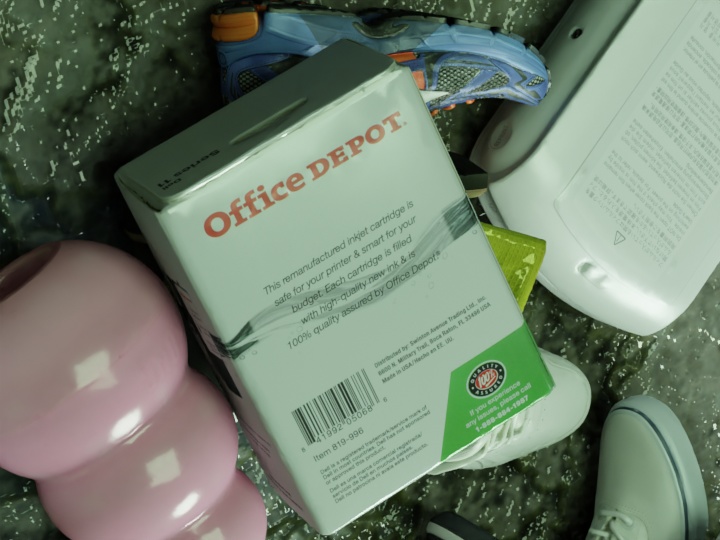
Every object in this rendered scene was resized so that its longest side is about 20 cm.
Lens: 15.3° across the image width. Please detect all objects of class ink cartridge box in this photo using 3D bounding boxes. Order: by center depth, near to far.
[{"bbox_3d":[-0.012,0.005,1.335,0.147,0.083,0.200,-31,115,-13],"label":"ink cartridge box"}]

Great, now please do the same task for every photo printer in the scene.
[{"bbox_3d":[0.161,-0.074,1.534,0.166,0.069,0.200,41,78,-32],"label":"photo printer"}]

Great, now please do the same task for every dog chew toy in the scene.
[{"bbox_3d":[-0.119,0.084,1.342,0.125,0.125,0.200,-41,107,-19],"label":"dog chew toy"}]

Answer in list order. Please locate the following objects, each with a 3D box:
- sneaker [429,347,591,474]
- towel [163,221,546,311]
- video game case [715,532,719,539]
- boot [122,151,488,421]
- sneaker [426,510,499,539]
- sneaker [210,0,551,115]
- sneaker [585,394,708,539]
[{"bbox_3d":[0.055,0.083,1.480,0.200,0.099,0.078,-4,102,-32],"label":"sneaker"},{"bbox_3d":[0.000,0.000,1.395,0.200,0.018,0.086,15,105,-26],"label":"towel"},{"bbox_3d":[0.194,0.255,1.591,0.182,0.023,0.200,-55,153,-12],"label":"video game case"},{"bbox_3d":[-0.029,0.010,1.436,0.200,0.077,0.139,-7,108,-18],"label":"boot"},{"bbox_3d":[0.074,0.234,1.539,0.083,0.072,0.200,-35,116,-21],"label":"sneaker"},{"bbox_3d":[0.009,-0.101,1.436,0.200,0.075,0.079,2,100,-24],"label":"sneaker"},{"bbox_3d":[0.157,0.175,1.576,0.071,0.073,0.200,-15,109,-42],"label":"sneaker"}]
